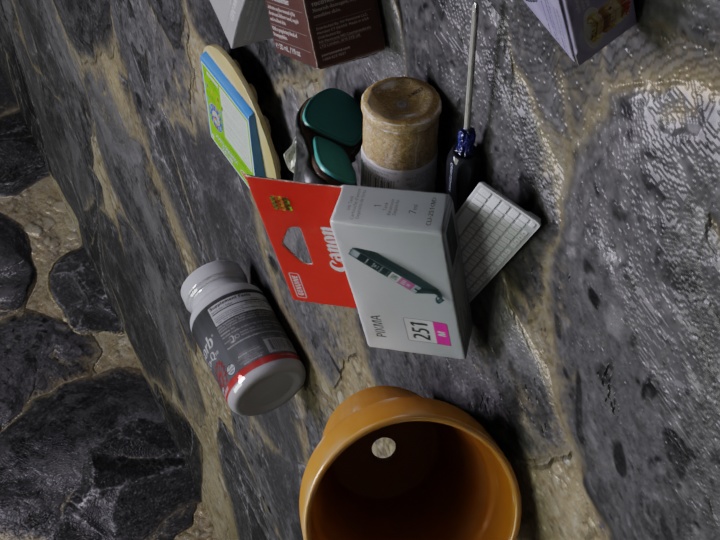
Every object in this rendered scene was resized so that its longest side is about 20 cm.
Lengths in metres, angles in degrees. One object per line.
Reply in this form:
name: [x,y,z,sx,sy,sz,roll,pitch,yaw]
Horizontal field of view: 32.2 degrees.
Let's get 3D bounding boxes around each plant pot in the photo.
plant pot: [0.035,0.199,1.200,0.183,0.199,0.201,-117,12,-73]

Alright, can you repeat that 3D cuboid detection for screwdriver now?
screwdriver: [0.082,-0.118,0.952,0.200,0.028,0.029,90,-178,-52]

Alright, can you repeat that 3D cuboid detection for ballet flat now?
ballet flat: [-0.038,-0.101,1.122,0.068,0.068,0.200,-55,13,26]

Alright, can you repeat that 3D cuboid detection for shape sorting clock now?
shape sorting clock: [-0.141,-0.175,1.492,0.200,0.039,0.200,53,156,37]

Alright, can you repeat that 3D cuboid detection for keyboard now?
keyboard: [0.091,-0.017,1.021,0.056,0.011,0.200,29,156,-1]

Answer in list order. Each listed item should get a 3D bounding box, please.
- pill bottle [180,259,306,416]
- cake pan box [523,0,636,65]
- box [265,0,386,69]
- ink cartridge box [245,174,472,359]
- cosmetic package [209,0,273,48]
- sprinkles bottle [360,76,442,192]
pill bottle: [-0.166,0.090,1.717,0.200,0.115,0.116,58,158,30]
cake pan box: [0.078,-0.240,0.705,0.184,0.052,0.200,56,-179,31]
box: [-0.045,-0.283,1.072,0.100,0.075,0.201,35,139,59]
ink cartridge box: [0.000,0.000,1.054,0.200,0.173,0.044,73,-153,-56]
cosmetic package: [-0.119,-0.329,1.207,0.201,0.090,0.107,67,158,18]
sprinkles bottle: [0.033,-0.070,1.082,0.068,0.068,0.200,54,156,37]
